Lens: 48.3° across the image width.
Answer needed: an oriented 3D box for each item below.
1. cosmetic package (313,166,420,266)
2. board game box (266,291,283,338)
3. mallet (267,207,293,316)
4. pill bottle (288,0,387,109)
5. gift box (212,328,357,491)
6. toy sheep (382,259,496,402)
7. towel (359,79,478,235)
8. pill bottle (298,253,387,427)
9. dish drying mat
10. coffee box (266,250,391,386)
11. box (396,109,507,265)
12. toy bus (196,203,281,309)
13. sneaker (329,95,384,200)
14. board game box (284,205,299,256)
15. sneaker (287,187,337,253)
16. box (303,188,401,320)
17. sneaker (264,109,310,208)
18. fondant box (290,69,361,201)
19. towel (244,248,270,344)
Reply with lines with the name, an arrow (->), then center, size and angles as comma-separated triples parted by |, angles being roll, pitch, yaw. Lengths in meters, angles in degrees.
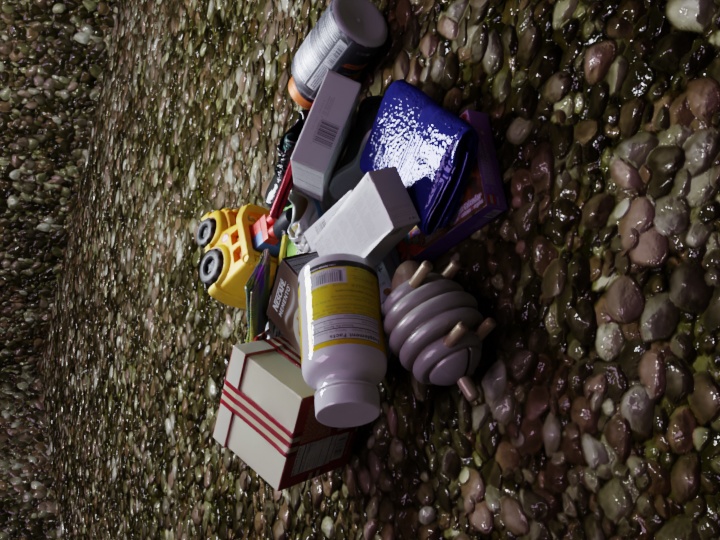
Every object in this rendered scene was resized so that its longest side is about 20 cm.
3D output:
cosmetic package -> 0.004, -0.053, 1.087 | 0.084, 0.050, 0.200 | 64, 148, 13
board game box -> -0.135, 0.081, 1.417 | 0.200, 0.034, 0.128 | -114, 38, -66
mallet -> -0.143, -0.010, 1.402 | 0.066, 0.041, 0.203 | -29, 47, 60
pill bottle -> -0.047, -0.350, 1.320 | 0.200, 0.105, 0.108 | -40, 53, 50
gift box -> -0.108, 0.213, 1.265 | 0.185, 0.198, 0.187 | 29, 108, 34
toy sheep -> 0.096, 0.073, 1.005 | 0.138, 0.136, 0.202 | -54, 49, 40
towel -> 0.078, -0.155, 1.070 | 0.200, 0.049, 0.150 | 49, 123, 48
pill bottle -> -0.023, 0.090, 1.027 | 0.111, 0.110, 0.203 | -44, 41, 47
dish drying mat -> -0.103, -0.179, 1.319 | 0.077, 0.018, 0.203 | -97, 28, -87
coffee box -> -0.046, 0.080, 1.186 | 0.200, 0.079, 0.116 | 46, 132, 32
box -> 0.110, -0.104, 1.086 | 0.200, 0.039, 0.139 | -37, 54, 51
toy bus -> -0.211, -0.058, 1.541 | 0.192, 0.134, 0.202 | -42, 48, 32
sneaker -> 0.007, -0.191, 1.254 | 0.200, 0.070, 0.101 | 129, 152, -54
board game box -> -0.108, -0.120, 1.463 | 0.095, 0.030, 0.204 | -27, 66, 54
sneaker -> -0.080, -0.046, 1.354 | 0.076, 0.080, 0.204 | -31, 61, 51
box -> 0.000, 0.000, 1.199 | 0.156, 0.041, 0.203 | -37, 72, 51
sneaker -> -0.121, -0.198, 1.406 | 0.076, 0.079, 0.201 | 47, 113, 36
fondant box -> -0.054, -0.201, 1.237 | 0.200, 0.057, 0.146 | 125, 167, -83
towel -> -0.176, 0.060, 1.362 | 0.201, 0.022, 0.146 | -84, 0, -69
